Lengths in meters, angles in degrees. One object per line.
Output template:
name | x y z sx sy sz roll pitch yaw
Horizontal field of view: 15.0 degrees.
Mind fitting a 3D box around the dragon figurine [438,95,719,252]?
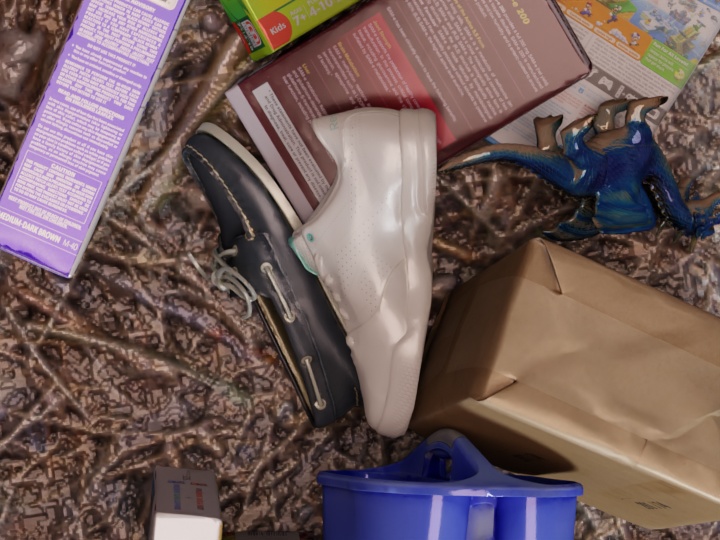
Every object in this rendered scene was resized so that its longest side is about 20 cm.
dragon figurine | 0.144 -0.048 1.652 0.199 0.059 0.100 -16 100 -38

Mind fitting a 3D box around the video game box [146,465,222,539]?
video game box | -0.113 0.230 1.639 0.046 0.182 0.201 5 95 -7

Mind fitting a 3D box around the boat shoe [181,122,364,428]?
boat shoe | -0.058 0.004 1.682 0.062 0.075 0.201 -35 105 -12

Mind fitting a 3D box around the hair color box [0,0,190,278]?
hair color box | -0.161 -0.101 1.645 0.065 0.109 0.201 24 92 -5

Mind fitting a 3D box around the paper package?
paper package | 0.142 0.073 1.629 0.190 0.200 0.104 23 78 -6

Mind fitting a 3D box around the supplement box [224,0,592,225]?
supplement box | 0.030 -0.118 1.665 0.199 0.061 0.109 -30 96 11

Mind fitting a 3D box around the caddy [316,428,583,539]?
caddy | 0.051 0.147 1.622 0.140 0.200 0.106 2 88 -16

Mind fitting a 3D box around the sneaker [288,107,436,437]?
sneaker | 0.000 0.000 1.636 0.088 0.075 0.201 2 103 1

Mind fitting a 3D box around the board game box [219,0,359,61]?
board game box | -0.068 -0.241 1.660 0.101 0.048 0.201 -32 97 -16

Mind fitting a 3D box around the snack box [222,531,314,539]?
snack box | -0.054 0.255 1.636 0.067 0.200 0.170 -1 94 -4

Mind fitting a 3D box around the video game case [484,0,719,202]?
video game case | 0.145 -0.158 1.708 0.143 0.018 0.201 32 92 -5
